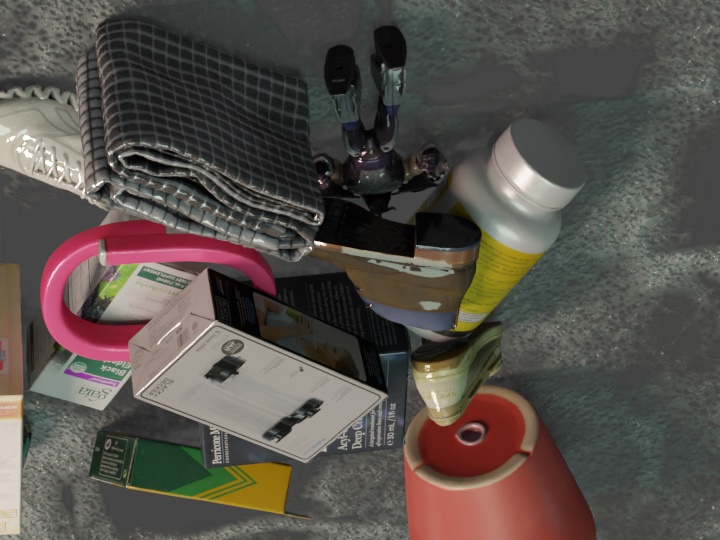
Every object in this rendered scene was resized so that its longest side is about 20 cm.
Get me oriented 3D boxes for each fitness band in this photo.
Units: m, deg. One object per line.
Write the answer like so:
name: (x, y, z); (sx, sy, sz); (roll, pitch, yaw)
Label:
fitness band: (-0.169, 0.020, 1.447); (0.197, 0.038, 0.145); (-2, 135, -12)

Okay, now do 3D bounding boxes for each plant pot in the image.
plant pot: (0.131, 0.228, 1.763); (0.198, 0.201, 0.179); (-15, 128, 4)

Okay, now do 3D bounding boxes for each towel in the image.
towel: (-0.121, -0.104, 1.350); (0.198, 0.167, 0.086); (18, 125, -29)

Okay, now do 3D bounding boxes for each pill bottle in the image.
pill bottle: (0.107, -0.037, 1.511); (0.110, 0.112, 0.200); (17, 131, -28)

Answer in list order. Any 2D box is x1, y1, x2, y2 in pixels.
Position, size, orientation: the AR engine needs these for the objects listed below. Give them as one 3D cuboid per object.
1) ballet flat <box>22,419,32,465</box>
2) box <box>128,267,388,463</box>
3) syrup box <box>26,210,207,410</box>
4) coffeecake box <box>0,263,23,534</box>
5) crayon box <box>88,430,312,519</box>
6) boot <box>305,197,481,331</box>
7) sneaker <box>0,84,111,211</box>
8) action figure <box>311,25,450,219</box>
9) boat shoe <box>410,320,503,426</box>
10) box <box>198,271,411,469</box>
ballet flat: (-0.415, 0.202, 1.687); (0.198, 0.073, 0.072); (-21, 138, 10)
box: (-0.087, 0.086, 1.474); (0.199, 0.061, 0.117); (25, 126, -36)
syrup box: (-0.220, 0.030, 1.533); (0.078, 0.082, 0.200); (19, 129, -30)
coffeecake box: (-0.341, 0.117, 1.546); (0.072, 0.155, 0.201); (0, 137, -13)
crayon box: (-0.156, 0.202, 1.709); (0.198, 0.052, 0.125); (14, 172, -25)
boot: (0.000, 0.000, 1.456); (0.197, 0.075, 0.098); (7, 124, 5)
sneaker: (-0.229, -0.094, 1.399); (0.198, 0.082, 0.075); (9, 136, -19)
action figure: (0.008, -0.107, 1.446); (0.128, 0.070, 0.201); (-14, 141, -5)
boat shoe: (0.093, 0.090, 1.602); (0.072, 0.201, 0.064); (-8, 97, 13)
box: (-0.058, 0.092, 1.618); (0.197, 0.108, 0.149); (-5, 138, -6)
